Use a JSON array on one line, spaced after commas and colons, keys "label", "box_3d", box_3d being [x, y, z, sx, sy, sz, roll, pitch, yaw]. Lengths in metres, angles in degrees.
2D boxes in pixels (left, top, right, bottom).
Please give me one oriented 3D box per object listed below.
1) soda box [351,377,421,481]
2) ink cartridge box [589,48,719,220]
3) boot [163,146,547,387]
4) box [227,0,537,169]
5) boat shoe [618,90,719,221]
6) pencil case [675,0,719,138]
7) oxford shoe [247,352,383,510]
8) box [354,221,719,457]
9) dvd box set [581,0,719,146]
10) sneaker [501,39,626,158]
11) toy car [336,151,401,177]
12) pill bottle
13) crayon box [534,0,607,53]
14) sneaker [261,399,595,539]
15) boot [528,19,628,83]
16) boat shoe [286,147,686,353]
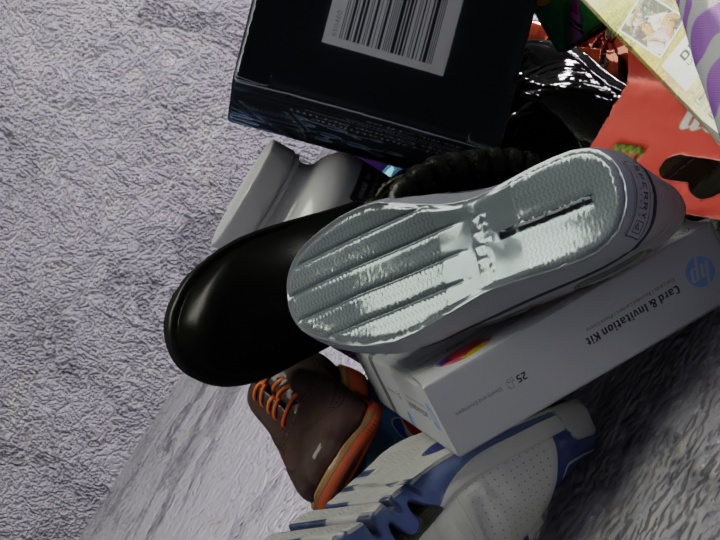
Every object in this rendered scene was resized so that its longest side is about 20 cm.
[{"label": "soda box", "box_3d": [0.016, 0.137, 0.915, 0.064, 0.068, 0.200, -57, 9, 17]}, {"label": "ink cartridge box", "box_3d": [0.184, -0.119, 0.697, 0.162, 0.050, 0.200, 16, 68, 49]}, {"label": "boot", "box_3d": [-0.001, -0.003, 0.824, 0.211, 0.080, 0.158, -28, 6, -14]}, {"label": "box", "box_3d": [0.006, -0.129, 0.900, 0.200, 0.148, 0.107, 177, 108, -85]}, {"label": "boat shoe", "box_3d": [0.192, -0.119, 0.792, 0.200, 0.074, 0.076, -60, 9, -31]}, {"label": "pencil case", "box_3d": [0.167, -0.099, 0.590, 0.084, 0.085, 0.201, 55, -158, -64]}, {"label": "oxford shoe", "box_3d": [-0.036, 0.088, 0.901, 0.071, 0.072, 0.200, -59, 8, 3]}, {"label": "box", "box_3d": [0.085, 0.026, 0.786, 0.156, 0.041, 0.200, -29, 5, -8]}, {"label": "dvd box set", "box_3d": [0.160, -0.165, 0.694, 0.146, 0.029, 0.200, -53, 46, 20]}, {"label": "sneaker", "box_3d": [0.110, -0.085, 0.878, 0.200, 0.104, 0.060, 35, 123, 44]}, {"label": "toy car", "box_3d": [0.051, -0.060, 1.128, 0.175, 0.150, 0.200, -55, 9, 14]}, {"label": "pill bottle", "box_3d": [0.010, 0.001, 0.974, 0.113, 0.200, 0.112, -57, 9, 15]}, {"label": "crayon box", "box_3d": [0.195, -0.205, 0.856, 0.200, 0.058, 0.119, -31, 0, -18]}, {"label": "sneaker", "box_3d": [0.036, 0.146, 0.719, 0.199, 0.115, 0.080, -28, 9, -38]}, {"label": "boot", "box_3d": [0.153, -0.131, 0.959, 0.200, 0.107, 0.075, -40, 14, 54]}, {"label": "boat shoe", "box_3d": [0.056, -0.001, 0.709, 0.200, 0.067, 0.074, -13, 74, 40]}]
